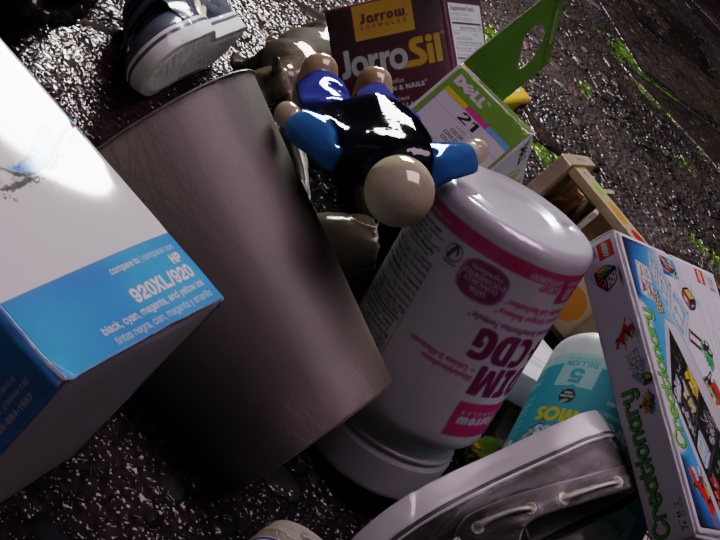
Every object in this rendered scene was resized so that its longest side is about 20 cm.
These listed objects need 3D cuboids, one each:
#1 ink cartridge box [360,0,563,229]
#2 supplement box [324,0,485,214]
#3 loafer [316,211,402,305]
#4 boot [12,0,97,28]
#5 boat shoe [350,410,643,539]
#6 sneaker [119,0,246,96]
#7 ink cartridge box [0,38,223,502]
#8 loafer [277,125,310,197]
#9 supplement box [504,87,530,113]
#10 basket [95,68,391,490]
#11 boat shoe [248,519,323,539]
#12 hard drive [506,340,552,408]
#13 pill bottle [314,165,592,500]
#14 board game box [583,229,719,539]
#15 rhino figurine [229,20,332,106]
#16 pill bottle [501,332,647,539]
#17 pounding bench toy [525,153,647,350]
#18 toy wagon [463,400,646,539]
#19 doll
[{"bbox_3d":[0.096,-0.098,0.971,0.076,0.200,0.148,47,-10,14],"label":"ink cartridge box"},{"bbox_3d":[0.050,-0.127,1.109,0.086,0.110,0.201,-18,100,-63],"label":"supplement box"},{"bbox_3d":[0.000,0.000,0.940,0.200,0.069,0.076,21,69,-78],"label":"loafer"},{"bbox_3d":[-0.217,-0.278,0.918,0.158,0.079,0.213,-131,-148,-72],"label":"boot"},{"bbox_3d":[0.076,0.153,0.790,0.064,0.199,0.071,58,-12,28],"label":"boat shoe"},{"bbox_3d":[-0.154,-0.192,1.045,0.079,0.078,0.200,48,15,-5],"label":"sneaker"},{"bbox_3d":[-0.201,-0.001,0.626,0.200,0.147,0.145,49,26,5],"label":"ink cartridge box"},{"bbox_3d":[-0.070,-0.040,0.947,0.069,0.070,0.200,14,33,-11],"label":"loafer"},{"bbox_3d":[0.060,-0.164,1.278,0.109,0.110,0.200,52,28,12],"label":"supplement box"},{"bbox_3d":[-0.083,0.016,0.785,0.201,0.180,0.136,57,-4,2],"label":"basket"},{"bbox_3d":[0.013,0.210,0.729,0.200,0.072,0.062,43,29,1],"label":"boat shoe"},{"bbox_3d":[0.113,0.057,1.075,0.131,0.026,0.200,29,14,-30],"label":"hard drive"},{"bbox_3d":[0.053,0.042,0.858,0.113,0.201,0.114,25,21,-11],"label":"pill bottle"},{"bbox_3d":[0.207,0.082,0.847,0.126,0.035,0.201,19,52,-44],"label":"board game box"},{"bbox_3d":[-0.063,-0.165,1.110,0.200,0.087,0.060,-52,128,-63],"label":"rhino figurine"},{"bbox_3d":[0.142,0.149,0.894,0.111,0.111,0.201,39,60,-13],"label":"pill bottle"},{"bbox_3d":[0.215,-0.009,1.264,0.156,0.124,0.200,51,17,10],"label":"pounding bench toy"},{"bbox_3d":[0.140,0.163,1.016,0.199,0.040,0.156,22,35,-38],"label":"toy wagon"},{"bbox_3d":[0.011,-0.080,0.801,0.136,0.049,0.200,11,22,-14],"label":"doll"}]
